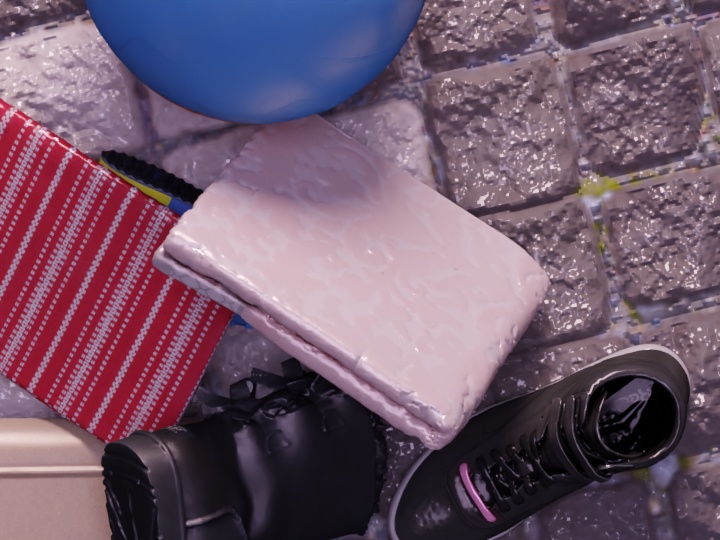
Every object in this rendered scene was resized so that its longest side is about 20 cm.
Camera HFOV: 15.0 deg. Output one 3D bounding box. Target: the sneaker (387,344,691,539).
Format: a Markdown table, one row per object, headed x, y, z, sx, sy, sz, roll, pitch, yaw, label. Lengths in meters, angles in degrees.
| x | y | z | sx | sy | sz | roll | pitch | yaw | label |
| --- | --- | --- | --- | --- | --- | --- | --- | --- | --- |
| 0.102 | 0.104 | 1.563 | 0.199 | 0.099 | 0.071 | -30 | 90 | 1 | sneaker |

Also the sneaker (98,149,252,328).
| x | y | z | sx | sy | sz | roll | pitch | yaw | label |
| --- | --- | --- | --- | --- | --- | --- | --- | --- | --- |
| -0.080 | 0.006 | 1.588 | 0.199 | 0.066 | 0.079 | 26 | 100 | 3 | sneaker |

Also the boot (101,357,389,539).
| x | y | z | sx | sy | sz | roll | pitch | yaw | label |
| --- | --- | --- | --- | --- | --- | --- | --- | --- | --- |
| -0.061 | 0.154 | 1.555 | 0.162 | 0.073 | 0.199 | -18 | 112 | -36 | boot |

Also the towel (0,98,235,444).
| x | y | z | sx | sy | sz | roll | pitch | yaw | label |
| --- | --- | --- | --- | --- | --- | --- | --- | --- | --- |
| -0.168 | 0.005 | 1.566 | 0.200 | 0.022 | 0.145 | 33 | 111 | 12 | towel |

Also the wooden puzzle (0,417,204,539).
| x | y | z | sx | sy | sz | roll | pitch | yaw | label |
| --- | --- | --- | --- | --- | --- | --- | --- | --- | --- |
| -0.167 | 0.186 | 1.581 | 0.184 | 0.037 | 0.201 | 0 | 84 | -15 | wooden puzzle |

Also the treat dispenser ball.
| x | y | z | sx | sy | sz | roll | pitch | yaw | label |
| --- | --- | --- | --- | --- | --- | --- | --- | --- | --- |
| -0.058 | -0.182 | 1.519 | 0.200 | 0.201 | 0.202 | 0 | 89 | 1 | treat dispenser ball |

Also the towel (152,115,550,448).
| x | y | z | sx | sy | sz | roll | pitch | yaw | label |
| --- | --- | --- | --- | --- | --- | --- | --- | --- | --- |
| 0.000 | 0.000 | 1.522 | 0.191 | 0.200 | 0.032 | 33 | 122 | 3 | towel |
